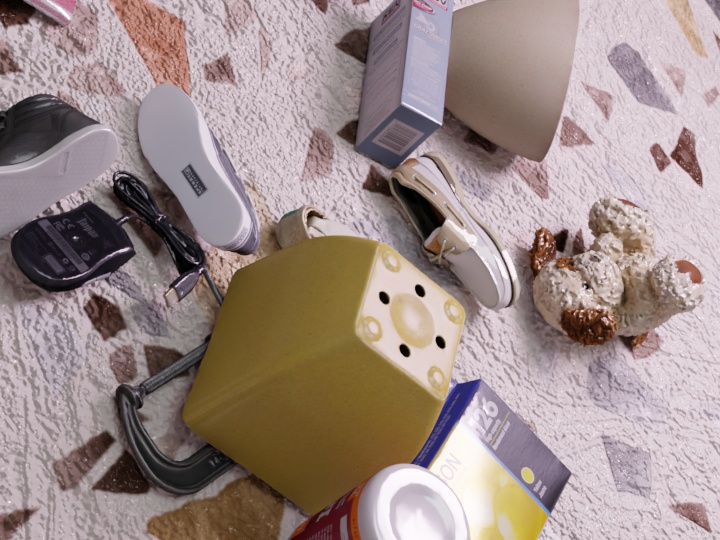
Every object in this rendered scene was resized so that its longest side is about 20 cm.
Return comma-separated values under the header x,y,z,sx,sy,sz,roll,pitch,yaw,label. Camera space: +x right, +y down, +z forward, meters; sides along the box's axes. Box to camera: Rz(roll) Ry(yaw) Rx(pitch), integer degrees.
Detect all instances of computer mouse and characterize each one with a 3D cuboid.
x,y,z,sx,sy,sz,roll,pitch,yaw,label
-0.236,-0.005,1.460,0.140,0.046,0.200,45,37,4,computer mouse

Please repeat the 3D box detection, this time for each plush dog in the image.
x,y,z,sx,sy,sz,roll,pitch,yaw,label
0.278,0.024,1.804,0.170,0.162,0.201,-4,37,-24,plush dog

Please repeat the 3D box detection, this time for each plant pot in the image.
x,y,z,sx,sy,sz,roll,pitch,yaw,label
-0.013,0.082,1.455,0.194,0.199,0.197,38,44,-22,plant pot

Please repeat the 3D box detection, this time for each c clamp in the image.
x,y,z,sx,sy,sz,roll,pitch,yaw,label
-0.160,0.112,1.465,0.172,0.027,0.200,54,43,-4,c clamp

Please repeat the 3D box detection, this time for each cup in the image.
x,y,z,sx,sy,sz,roll,pitch,yaw,label
0.166,-0.242,1.842,0.141,0.201,0.202,12,53,-3,cup

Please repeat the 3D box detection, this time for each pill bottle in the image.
x,y,z,sx,sy,sz,roll,pitch,yaw,label
-0.001,0.257,1.372,0.112,0.200,0.114,19,53,-27,pill bottle

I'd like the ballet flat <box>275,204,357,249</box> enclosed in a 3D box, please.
x,y,z,sx,sy,sz,roll,pitch,yaw,label
0.000,0.000,1.630,0.199,0.062,0.068,32,48,-18,ballet flat

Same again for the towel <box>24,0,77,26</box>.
x,y,z,sx,sy,sz,roll,pitch,yaw,label
-0.345,-0.358,1.599,0.146,0.030,0.202,31,48,-34,towel

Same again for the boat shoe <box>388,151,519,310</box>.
x,y,z,sx,sy,sz,roll,pitch,yaw,label
0.099,-0.036,1.729,0.068,0.075,0.201,-21,71,-37,boat shoe

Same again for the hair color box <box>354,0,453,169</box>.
x,y,z,sx,sy,sz,roll,pitch,yaw,label
0.052,-0.229,1.786,0.060,0.099,0.202,24,51,-23,hair color box

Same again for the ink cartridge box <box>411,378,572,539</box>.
x,y,z,sx,sy,sz,roll,pitch,yaw,label
0.109,0.209,1.599,0.200,0.047,0.198,46,46,-9,ink cartridge box

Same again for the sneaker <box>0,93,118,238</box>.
x,y,z,sx,sy,sz,roll,pitch,yaw,label
-0.330,-0.095,1.437,0.199,0.071,0.099,-30,45,-22,sneaker

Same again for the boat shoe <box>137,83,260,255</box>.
x,y,z,sx,sy,sz,roll,pitch,yaw,label
-0.158,-0.100,1.570,0.201,0.072,0.068,56,10,24,boat shoe
